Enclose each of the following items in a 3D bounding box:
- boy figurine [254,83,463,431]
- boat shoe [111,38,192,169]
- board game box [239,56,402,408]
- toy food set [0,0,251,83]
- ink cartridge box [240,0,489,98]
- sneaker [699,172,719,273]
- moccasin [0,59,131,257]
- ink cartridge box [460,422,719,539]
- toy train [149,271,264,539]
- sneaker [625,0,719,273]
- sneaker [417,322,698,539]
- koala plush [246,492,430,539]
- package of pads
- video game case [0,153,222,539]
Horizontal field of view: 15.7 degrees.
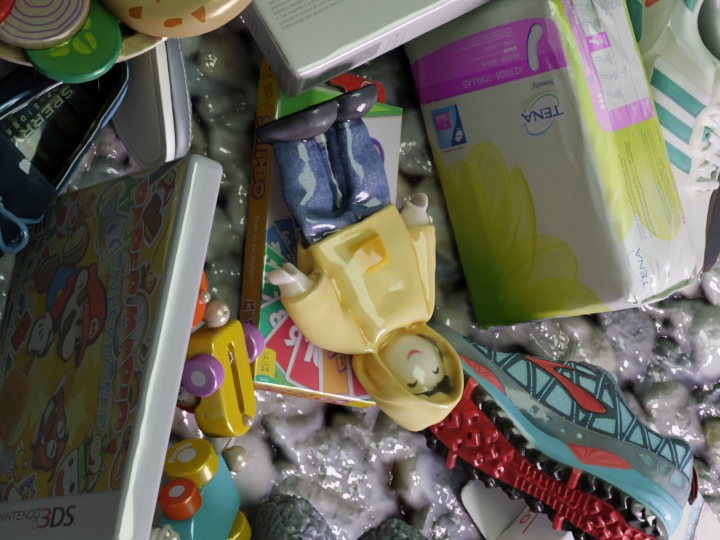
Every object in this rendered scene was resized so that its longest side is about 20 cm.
[{"bbox_3d":[0.000,0.000,1.512,0.124,0.064,0.201,-21,94,-40],"label":"boy figurine"},{"bbox_3d":[-0.114,-0.156,1.470,0.062,0.073,0.201,-8,84,-34],"label":"boat shoe"},{"bbox_3d":[-0.023,-0.025,1.552,0.095,0.030,0.201,12,74,-36],"label":"board game box"},{"bbox_3d":[-0.160,-0.198,1.406,0.197,0.049,0.201,-20,80,-11],"label":"toy food set"},{"bbox_3d":[0.004,-0.222,1.532,0.199,0.045,0.177,-27,80,-15],"label":"ink cartridge box"},{"bbox_3d":[0.243,-0.060,1.744,0.199,0.075,0.107,-9,106,-42],"label":"sneaker"},{"bbox_3d":[-0.196,-0.056,1.395,0.080,0.068,0.200,45,60,-24],"label":"moccasin"},{"bbox_3d":[0.162,0.177,1.640,0.117,0.067,0.200,-48,112,-31],"label":"ink cartridge box"},{"bbox_3d":[-0.108,0.076,1.431,0.150,0.055,0.201,23,67,-64],"label":"toy train"},{"bbox_3d":[0.205,-0.093,1.611,0.070,0.093,0.201,-6,89,-65],"label":"sneaker"},{"bbox_3d":[0.114,0.092,1.583,0.200,0.079,0.096,36,49,7],"label":"sneaker"},{"bbox_3d":[0.013,0.252,1.463,0.200,0.177,0.184,35,76,-29],"label":"koala plush"},{"bbox_3d":[0.115,-0.071,1.582,0.068,0.154,0.201,-19,96,-37],"label":"package of pads"},{"bbox_3d":[-0.143,0.049,1.350,0.023,0.182,0.201,20,72,-30],"label":"video game case"}]
